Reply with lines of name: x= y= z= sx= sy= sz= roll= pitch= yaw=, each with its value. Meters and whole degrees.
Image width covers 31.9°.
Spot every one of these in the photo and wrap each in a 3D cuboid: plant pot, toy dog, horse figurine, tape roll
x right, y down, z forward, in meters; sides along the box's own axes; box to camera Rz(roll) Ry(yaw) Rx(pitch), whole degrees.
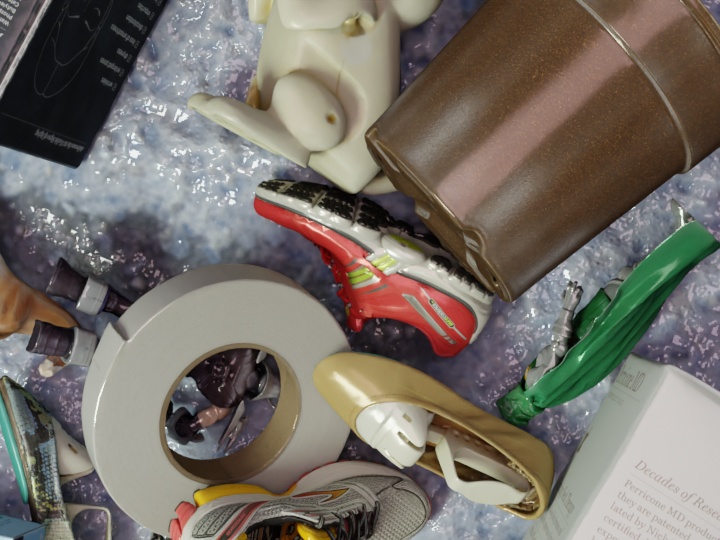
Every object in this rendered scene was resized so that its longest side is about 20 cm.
plant pot: x=0.121 y=-0.099 z=0.843 sx=0.198 sy=0.200 sz=0.201 roll=-42 pitch=87 yaw=-1
toy dog: x=-0.006 y=-0.168 z=0.895 sx=0.192 sy=0.140 sz=0.202 roll=27 pitch=92 yaw=-9
horse figurine: x=-0.303 y=0.009 z=0.941 sx=0.132 sy=0.050 sz=0.200 roll=-30 pitch=73 yaw=-37
tape roll: x=-0.097 y=0.095 z=0.893 sx=0.200 sy=0.037 sz=0.206 roll=-11 pitch=114 yaw=-24

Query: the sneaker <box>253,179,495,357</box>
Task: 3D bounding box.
sneaker: x=0.000 y=0.000 z=0.926 sx=0.198 sy=0.077 sz=0.086 roll=30 pitch=108 yaw=9

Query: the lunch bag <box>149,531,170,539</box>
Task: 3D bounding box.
lunch bag: x=-0.106 y=0.306 z=0.905 sx=0.199 sy=0.139 sz=0.169 roll=31 pitch=75 yaw=3

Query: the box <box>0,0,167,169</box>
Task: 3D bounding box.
box: x=-0.231 y=-0.192 z=0.879 sx=0.123 sy=0.200 sz=0.198 roll=27 pitch=91 yaw=6

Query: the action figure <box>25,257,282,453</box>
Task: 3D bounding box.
action figure: x=-0.140 y=0.056 z=0.935 sx=0.198 sy=0.069 sz=0.132 roll=21 pitch=80 yaw=-13

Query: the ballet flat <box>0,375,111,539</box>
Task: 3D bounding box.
ballet flat: x=-0.226 y=0.173 z=0.952 sx=0.073 sy=0.074 sz=0.203 roll=-12 pitch=91 yaw=4

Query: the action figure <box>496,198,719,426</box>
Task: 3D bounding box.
action figure: x=0.172 y=0.038 z=0.906 sx=0.200 sy=0.118 sz=0.055 roll=-47 pitch=63 yaw=11

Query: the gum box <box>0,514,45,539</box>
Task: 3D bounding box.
gum box: x=-0.332 y=0.257 z=0.932 sx=0.197 sy=0.044 sz=0.173 roll=7 pitch=95 yaw=20

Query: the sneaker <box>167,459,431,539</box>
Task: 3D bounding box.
sneaker: x=-0.032 y=0.190 z=0.889 sx=0.198 sy=0.082 sz=0.079 roll=-7 pitch=107 yaw=-32

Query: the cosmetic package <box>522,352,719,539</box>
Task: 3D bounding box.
cosmetic package: x=0.215 y=0.186 z=0.858 sx=0.165 sy=0.167 sz=0.202 roll=31 pitch=91 yaw=4

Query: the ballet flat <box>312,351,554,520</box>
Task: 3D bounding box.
ballet flat: x=0.056 y=0.119 z=0.891 sx=0.198 sy=0.063 sz=0.069 roll=24 pitch=129 yaw=-15
